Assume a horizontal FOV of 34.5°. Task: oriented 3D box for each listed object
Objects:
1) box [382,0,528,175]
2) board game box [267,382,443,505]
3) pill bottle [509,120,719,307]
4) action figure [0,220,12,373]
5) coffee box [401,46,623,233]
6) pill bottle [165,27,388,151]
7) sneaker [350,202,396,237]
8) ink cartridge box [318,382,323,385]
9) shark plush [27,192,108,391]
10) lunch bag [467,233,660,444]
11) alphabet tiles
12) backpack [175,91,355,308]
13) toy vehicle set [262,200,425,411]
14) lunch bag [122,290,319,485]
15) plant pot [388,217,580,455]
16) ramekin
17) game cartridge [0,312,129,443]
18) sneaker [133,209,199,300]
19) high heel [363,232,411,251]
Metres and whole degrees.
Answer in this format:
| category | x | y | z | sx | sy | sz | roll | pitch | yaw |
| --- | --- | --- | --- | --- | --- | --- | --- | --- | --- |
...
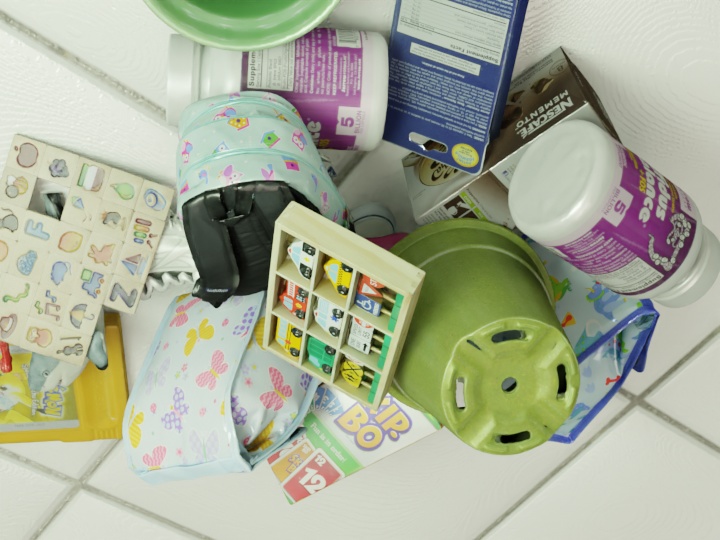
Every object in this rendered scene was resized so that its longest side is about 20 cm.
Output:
| category | x | y | z | sx | sy | sz | roll | pitch | yaw |
| --- | --- | --- | --- | --- | --- | --- | --- | --- | --- |
| box | 0.083 | -0.199 | 1.063 | 0.120 | 0.032 | 0.202 | 23 | 121 | 22 |
| board game box | -0.008 | 0.153 | 1.182 | 0.199 | 0.030 | 0.096 | -29 | 89 | 10 |
| pill bottle | 0.237 | -0.043 | 1.049 | 0.199 | 0.113 | 0.112 | 28 | 120 | -34 |
| action figure | -0.367 | 0.005 | 1.201 | 0.065 | 0.052 | 0.202 | -7 | 117 | -9 |
| coffee box | 0.146 | -0.111 | 1.135 | 0.199 | 0.114 | 0.080 | -34 | 124 | 19 |
| pill bottle | -0.078 | -0.170 | 1.068 | 0.197 | 0.113 | 0.113 | 2 | 127 | -7 |
| sneaker | -0.018 | 0.021 | 1.242 | 0.072 | 0.071 | 0.201 | 19 | 121 | -19 |
| ink cartridge box | 0.029 | 0.122 | 1.286 | 0.115 | 0.200 | 0.068 | -24 | 91 | 12 |
| shark plush | -0.306 | 0.026 | 1.184 | 0.082 | 0.091 | 0.202 | -5 | 116 | -14 |
| lunch bag | 0.210 | 0.054 | 1.220 | 0.126 | 0.171 | 0.201 | 7 | 129 | -36 |
| alphabet tiles | -0.294 | -0.013 | 1.156 | 0.166 | 0.008 | 0.202 | 19 | 95 | -8 |
| backpack | -0.094 | -0.061 | 1.019 | 0.165 | 0.128 | 0.200 | -16 | 153 | 5 |
| toy vehicle set | -0.020 | 0.036 | 0.988 | 0.123 | 0.027 | 0.201 | 28 | 147 | 10 |
| lunch bag | -0.132 | 0.117 | 1.139 | 0.169 | 0.201 | 0.127 | -17 | 130 | 40 |
| plant pot | 0.109 | 0.071 | 1.041 | 0.198 | 0.190 | 0.202 | -2 | 105 | -9 |
| ramekin | -0.101 | -0.298 | 0.978 | 0.197 | 0.098 | 0.202 | -3 | 127 | -4 |
| game cartridge | -0.365 | 0.126 | 1.311 | 0.197 | 0.033 | 0.178 | -1 | 127 | -4 |
| sneaker | -0.181 | -0.028 | 1.194 | 0.198 | 0.075 | 0.082 | -16 | 118 | 6 |
| high heel | 0.000 | 0.000 | 1.145 | 0.199 | 0.096 | 0.068 | 27 | 143 | 13 |
